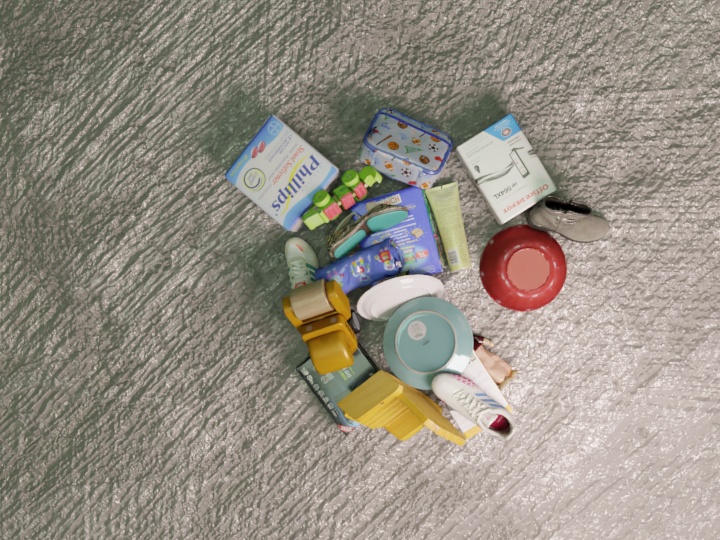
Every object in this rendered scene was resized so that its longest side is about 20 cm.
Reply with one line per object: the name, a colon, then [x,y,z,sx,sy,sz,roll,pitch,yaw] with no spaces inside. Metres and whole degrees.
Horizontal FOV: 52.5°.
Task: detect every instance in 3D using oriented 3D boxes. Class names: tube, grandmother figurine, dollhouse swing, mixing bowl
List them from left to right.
dollhouse swing: [0.093,0.336,1.568,0.182,0.200,0.176,-39,51,12]
tube: [0.209,-0.098,1.672,0.058,0.052,0.201,-12,87,-35]
grandmother figurine: [0.258,0.186,1.653,0.200,0.121,0.061,42,121,17]
mixing bowl: [0.368,-0.002,1.627,0.199,0.108,0.201,0,93,6]

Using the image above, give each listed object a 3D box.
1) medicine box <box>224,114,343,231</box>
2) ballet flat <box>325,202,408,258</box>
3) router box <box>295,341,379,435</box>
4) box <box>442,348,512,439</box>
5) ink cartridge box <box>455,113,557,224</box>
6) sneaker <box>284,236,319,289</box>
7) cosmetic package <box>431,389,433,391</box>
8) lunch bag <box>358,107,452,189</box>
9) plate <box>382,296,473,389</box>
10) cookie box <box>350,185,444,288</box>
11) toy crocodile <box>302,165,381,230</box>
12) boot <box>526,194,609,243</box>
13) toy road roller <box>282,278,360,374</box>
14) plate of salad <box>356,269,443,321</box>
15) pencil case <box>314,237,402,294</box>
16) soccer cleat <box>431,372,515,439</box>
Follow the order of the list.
medicine box: [-0.173,-0.219,1.673,0.200,0.103,0.182,40,95,4]
ballet flat: [0.006,-0.105,1.608,0.200,0.068,0.075,-31,57,4]
router box: [-0.031,0.258,1.698,0.150,0.062,0.200,-38,88,4]
box: [0.227,0.249,1.585,0.119,0.041,0.200,-32,87,6]
ink cartridge box: [0.325,-0.223,1.634,0.146,0.084,0.200,-32,88,6]
sneaker: [-0.130,0.018,1.683,0.070,0.093,0.201,-14,91,6]
cosmetic package: [0.174,0.220,1.657,0.200,0.103,0.087,41,94,1]
lunch bag: [0.099,-0.279,1.632,0.199,0.076,0.161,26,54,2]
plate: [0.142,0.155,1.570,0.199,0.026,0.201,-3,79,17]
cookie box: [0.086,-0.076,1.665,0.170,0.075,0.201,-15,91,9]
toy crocodile: [-0.041,-0.160,1.615,0.200,0.068,0.062,-36,45,-3]
boot: [0.470,-0.111,1.586,0.199,0.131,0.068,10,80,-9]
toy road roller: [-0.075,0.129,1.573,0.122,0.200,0.146,-19,46,11]
plate of salad: [0.087,0.056,1.628,0.199,0.200,0.048,-17,59,6]
pencil case: [0.000,0.000,1.609,0.199,0.078,0.087,-22,97,18]
soccer cleat: [0.239,0.280,1.511,0.200,0.086,0.070,31,99,-5]
